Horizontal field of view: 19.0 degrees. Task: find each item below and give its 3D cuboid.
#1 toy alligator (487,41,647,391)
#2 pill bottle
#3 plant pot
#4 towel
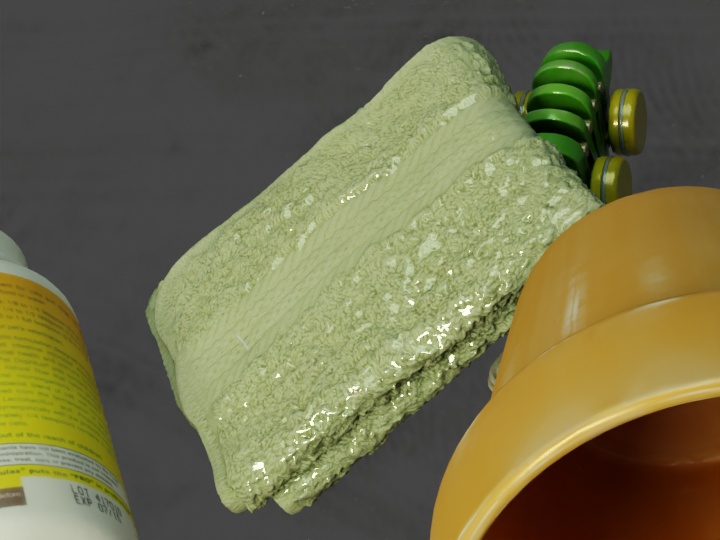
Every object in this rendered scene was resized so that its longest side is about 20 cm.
[{"bbox_3d":[0.083,-0.038,0.937,0.059,0.054,0.201,2,50,21],"label":"toy alligator"},{"bbox_3d":[-0.158,0.071,0.885,0.109,0.110,0.200,-22,46,-1],"label":"pill bottle"},{"bbox_3d":[0.120,0.069,0.748,0.199,0.201,0.184,-13,31,7],"label":"plant pot"},{"bbox_3d":[0.000,0.000,0.912,0.200,0.036,0.149,-39,47,7],"label":"towel"}]
